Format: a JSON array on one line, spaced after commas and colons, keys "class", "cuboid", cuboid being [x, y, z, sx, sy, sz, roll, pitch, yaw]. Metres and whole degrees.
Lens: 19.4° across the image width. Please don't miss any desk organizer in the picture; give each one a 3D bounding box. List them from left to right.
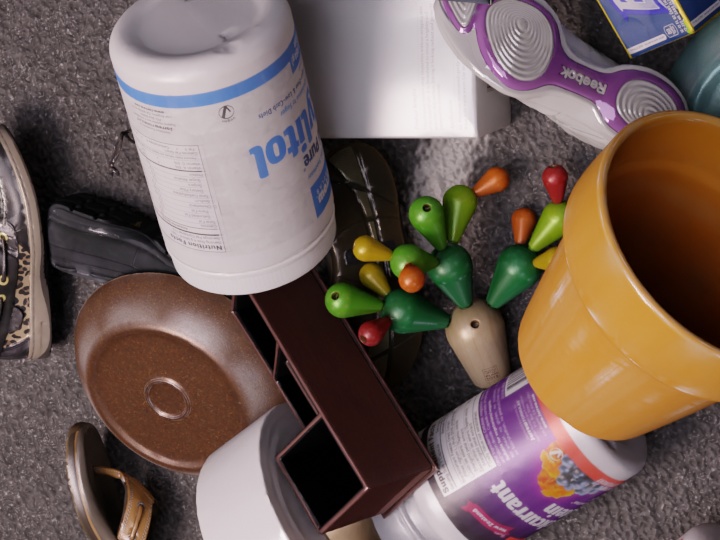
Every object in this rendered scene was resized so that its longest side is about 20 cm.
[{"class": "desk organizer", "cuboid": [-0.036, 0.090, 1.563, 0.072, 0.077, 0.200, -46, 67, 36]}]

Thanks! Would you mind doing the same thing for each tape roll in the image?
[{"class": "tape roll", "cuboid": [-0.030, 0.202, 1.606, 0.071, 0.202, 0.203, -38, 85, 25]}]

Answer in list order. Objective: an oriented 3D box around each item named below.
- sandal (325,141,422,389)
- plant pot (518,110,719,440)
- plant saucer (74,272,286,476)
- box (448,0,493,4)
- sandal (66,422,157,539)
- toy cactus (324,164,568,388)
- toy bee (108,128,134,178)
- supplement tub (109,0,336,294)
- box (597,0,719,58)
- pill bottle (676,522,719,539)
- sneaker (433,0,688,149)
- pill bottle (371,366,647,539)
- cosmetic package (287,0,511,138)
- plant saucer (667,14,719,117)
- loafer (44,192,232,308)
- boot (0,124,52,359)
[{"class": "sandal", "cuboid": [0.000, 0.000, 1.625, 0.081, 0.055, 0.201, -10, 98, -6]}, {"class": "plant pot", "cuboid": [0.205, 0.022, 1.453, 0.200, 0.200, 0.183, 48, 139, 7]}, {"class": "plant saucer", "cuboid": [-0.148, 0.094, 1.684, 0.200, 0.037, 0.201, 13, 127, 18]}, {"class": "box", "cuboid": [0.025, -0.256, 1.505, 0.200, 0.158, 0.051, 8, 130, 22]}, {"class": "sandal", "cuboid": [-0.190, 0.216, 1.739, 0.054, 0.082, 0.200, -20, 91, 7]}, {"class": "toy cactus", "cuboid": [0.081, 0.016, 1.570, 0.200, 0.102, 0.165, -27, 120, -9]}, {"class": "toy bee", "cuboid": [-0.125, -0.144, 1.636, 0.108, 0.200, 0.131, 13, 71, -8]}, {"class": "supplement tub", "cuboid": [-0.096, -0.098, 1.504, 0.132, 0.132, 0.200, 5, 132, 22]}, {"class": "box", "cuboid": [0.178, -0.254, 1.464, 0.070, 0.064, 0.200, -20, 106, 53]}, {"class": "pill bottle", "cuboid": [0.220, 0.284, 1.564, 0.200, 0.112, 0.113, -43, 83, 25]}, {"class": "sneaker", "cuboid": [0.133, -0.136, 1.501, 0.200, 0.100, 0.075, 32, 79, -8]}, {"class": "pill bottle", "cuboid": [0.106, 0.148, 1.584, 0.200, 0.111, 0.112, -34, 87, 26]}, {"class": "cosmetic package", "cuboid": [0.007, -0.157, 1.579, 0.200, 0.081, 0.113, 4, 102, 23]}, {"class": "plant saucer", "cuboid": [0.304, -0.096, 1.489, 0.200, 0.036, 0.201, 5, 102, 22]}, {"class": "loafer", "cuboid": [-0.169, -0.002, 1.697, 0.200, 0.068, 0.071, 20, 116, 23]}, {"class": "boot", "cuboid": [-0.336, -0.011, 1.716, 0.150, 0.073, 0.201, -11, 112, -17]}]
